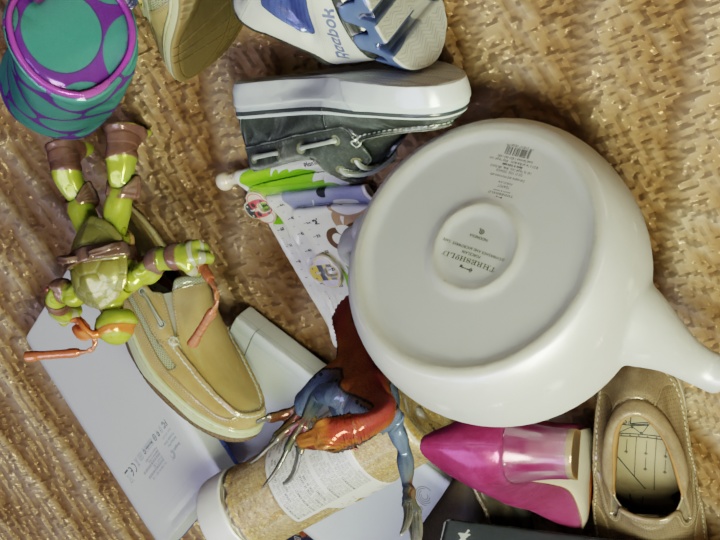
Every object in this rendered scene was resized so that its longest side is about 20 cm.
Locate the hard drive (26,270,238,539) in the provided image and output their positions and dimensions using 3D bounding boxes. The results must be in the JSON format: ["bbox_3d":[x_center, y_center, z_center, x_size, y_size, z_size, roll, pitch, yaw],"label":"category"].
[{"bbox_3d":[-0.176,0.099,1.707,0.201,0.025,0.132,55,141,13],"label":"hard drive"}]

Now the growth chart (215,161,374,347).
[{"bbox_3d":[0.000,0.000,1.527,0.144,0.018,0.201,-16,113,45],"label":"growth chart"}]

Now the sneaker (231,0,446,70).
[{"bbox_3d":[-0.042,-0.198,1.347,0.115,0.081,0.200,-9,118,41],"label":"sneaker"}]

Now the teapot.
[{"bbox_3d":[0.094,0.013,1.362,0.196,0.201,0.146,-29,148,13],"label":"teapot"}]

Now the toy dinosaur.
[{"bbox_3d":[-0.014,0.076,1.392,0.104,0.202,0.182,4,163,-12],"label":"toy dinosaur"}]

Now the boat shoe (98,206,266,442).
[{"bbox_3d":[-0.130,0.033,1.601,0.200,0.071,0.076,46,123,21],"label":"boat shoe"}]

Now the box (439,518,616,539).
[{"bbox_3d":[0.148,0.277,1.487,0.198,0.124,0.199,5,142,16],"label":"box"}]

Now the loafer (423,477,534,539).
[{"bbox_3d":[0.074,0.189,1.548,0.201,0.071,0.073,87,163,-47],"label":"loafer"}]

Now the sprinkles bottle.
[{"bbox_3d":[-0.026,0.138,1.562,0.199,0.068,0.068,-32,101,33],"label":"sprinkles bottle"}]

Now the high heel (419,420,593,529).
[{"bbox_3d":[0.099,0.129,1.445,0.095,0.068,0.200,3,172,12],"label":"high heel"}]

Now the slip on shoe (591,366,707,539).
[{"bbox_3d":[0.187,0.147,1.447,0.075,0.061,0.201,0,123,9],"label":"slip on shoe"}]

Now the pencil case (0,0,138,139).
[{"bbox_3d":[-0.192,-0.141,1.458,0.200,0.084,0.093,153,96,-78],"label":"pencil case"}]

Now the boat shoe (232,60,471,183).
[{"bbox_3d":[-0.002,-0.092,1.405,0.199,0.072,0.072,3,105,51],"label":"boat shoe"}]

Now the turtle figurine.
[{"bbox_3d":[-0.185,-0.014,1.569,0.199,0.064,0.163,-18,76,41],"label":"turtle figurine"}]

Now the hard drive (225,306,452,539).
[{"bbox_3d":[-0.028,0.134,1.632,0.199,0.027,0.132,36,130,15],"label":"hard drive"}]

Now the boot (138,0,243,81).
[{"bbox_3d":[-0.146,-0.222,1.420,0.154,0.072,0.201,40,158,21],"label":"boot"}]

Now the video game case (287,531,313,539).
[{"bbox_3d":[-0.011,0.233,1.727,0.181,0.023,0.201,15,132,30],"label":"video game case"}]
